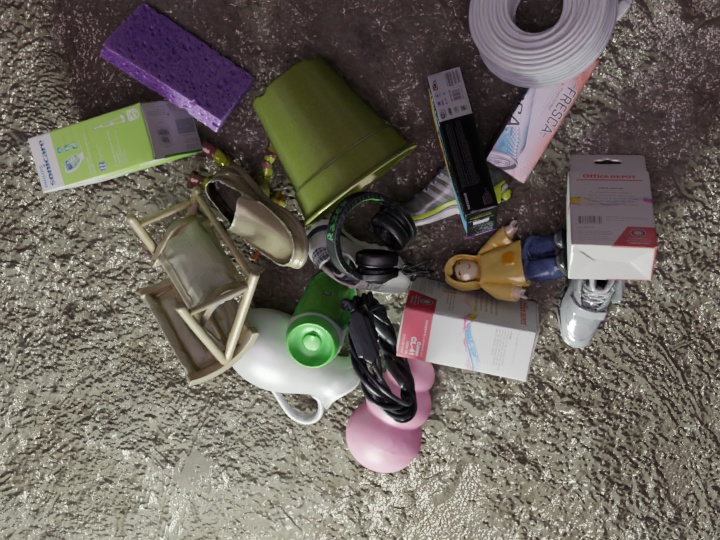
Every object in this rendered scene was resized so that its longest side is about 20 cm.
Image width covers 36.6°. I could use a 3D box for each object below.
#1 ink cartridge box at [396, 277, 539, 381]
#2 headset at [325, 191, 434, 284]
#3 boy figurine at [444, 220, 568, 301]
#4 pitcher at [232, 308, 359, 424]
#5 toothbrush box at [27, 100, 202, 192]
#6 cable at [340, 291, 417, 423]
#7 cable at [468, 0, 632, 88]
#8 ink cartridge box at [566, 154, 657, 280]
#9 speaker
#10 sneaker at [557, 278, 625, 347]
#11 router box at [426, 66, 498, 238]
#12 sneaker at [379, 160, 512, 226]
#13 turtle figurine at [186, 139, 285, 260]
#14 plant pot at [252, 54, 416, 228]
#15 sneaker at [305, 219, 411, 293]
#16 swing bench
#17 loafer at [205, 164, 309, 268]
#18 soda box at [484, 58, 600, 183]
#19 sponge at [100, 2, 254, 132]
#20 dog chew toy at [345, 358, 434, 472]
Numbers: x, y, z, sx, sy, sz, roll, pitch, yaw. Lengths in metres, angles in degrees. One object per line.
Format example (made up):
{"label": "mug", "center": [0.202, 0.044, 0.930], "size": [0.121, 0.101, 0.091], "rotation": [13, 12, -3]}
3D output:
{"label": "ink cartridge box", "center": [0.161, 0.086, 1.631], "size": [0.198, 0.148, 0.087], "rotation": [13, 108, 5]}
{"label": "headset", "center": [0.028, -0.036, 1.567], "size": [0.199, 0.094, 0.125], "rotation": [29, 81, -34]}
{"label": "boy figurine", "center": [0.217, -0.014, 1.615], "size": [0.198, 0.064, 0.126], "rotation": [-9, 68, 28]}
{"label": "pitcher", "center": [-0.119, 0.158, 1.729], "size": [0.199, 0.122, 0.172], "rotation": [27, 121, -15]}
{"label": "toothbrush box", "center": [-0.356, -0.183, 1.589], "size": [0.198, 0.145, 0.087], "rotation": [-12, 96, 21]}
{"label": "cable", "center": [0.030, 0.130, 1.601], "size": [0.050, 0.163, 0.202], "rotation": [-25, 80, 14]}
{"label": "cable", "center": [0.242, -0.345, 1.451], "size": [0.199, 0.069, 0.201], "rotation": [30, 94, 24]}
{"label": "ink cartridge box", "center": [0.349, -0.079, 1.531], "size": [0.115, 0.201, 0.068], "rotation": [2, 135, 8]}
{"label": "speaker", "center": [-0.056, 0.070, 1.632], "size": [0.087, 0.200, 0.089], "rotation": [3, 112, 7]}
{"label": "sneaker", "center": [0.339, 0.038, 1.604], "size": [0.074, 0.115, 0.202], "rotation": [13, 113, 4]}
{"label": "router box", "center": [0.141, -0.159, 1.497], "size": [0.051, 0.149, 0.202], "rotation": [-15, 79, 4]}
{"label": "sneaker", "center": [0.121, -0.119, 1.610], "size": [0.198, 0.074, 0.082], "rotation": [-15, 97, 9]}
{"label": "turtle figurine", "center": [-0.180, -0.120, 1.650], "size": [0.160, 0.064, 0.201], "rotation": [24, 113, -1]}
{"label": "plant pot", "center": [-0.054, -0.195, 1.552], "size": [0.199, 0.200, 0.191], "rotation": [-36, 89, 20]}
{"label": "sneaker", "center": [0.000, 0.000, 1.630], "size": [0.199, 0.081, 0.077], "rotation": [23, 117, -33]}
{"label": "swing bench", "center": [-0.246, 0.024, 1.622], "size": [0.129, 0.199, 0.201], "rotation": [-24, 147, -20]}
{"label": "loafer", "center": [-0.153, -0.071, 1.556], "size": [0.200, 0.068, 0.076], "rotation": [43, 129, 24]}
{"label": "soda box", "center": [0.251, -0.227, 1.523], "size": [0.068, 0.064, 0.201], "rotation": [30, 100, -4]}
{"label": "sponge", "center": [-0.262, -0.295, 1.571], "size": [0.199, 0.112, 0.030], "rotation": [33, 142, -4]}
{"label": "dog chew toy", "center": [0.055, 0.217, 1.721], "size": [0.123, 0.125, 0.202], "rotation": [22, 105, 0]}
